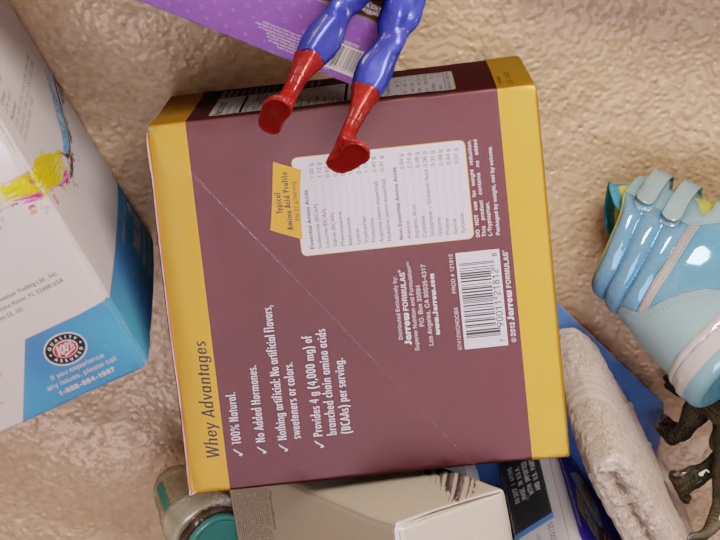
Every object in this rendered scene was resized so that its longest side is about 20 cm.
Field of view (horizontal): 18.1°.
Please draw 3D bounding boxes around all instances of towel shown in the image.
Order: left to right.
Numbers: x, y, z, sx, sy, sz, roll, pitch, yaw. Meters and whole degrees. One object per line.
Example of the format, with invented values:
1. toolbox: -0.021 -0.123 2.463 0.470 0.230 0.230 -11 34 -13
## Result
1. towel: 0.167 0.139 1.292 0.034 0.133 0.200 -26 121 8

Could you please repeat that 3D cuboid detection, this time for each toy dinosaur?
1. toy dinosaur: 0.220 0.075 1.298 0.077 0.200 0.102 48 132 3

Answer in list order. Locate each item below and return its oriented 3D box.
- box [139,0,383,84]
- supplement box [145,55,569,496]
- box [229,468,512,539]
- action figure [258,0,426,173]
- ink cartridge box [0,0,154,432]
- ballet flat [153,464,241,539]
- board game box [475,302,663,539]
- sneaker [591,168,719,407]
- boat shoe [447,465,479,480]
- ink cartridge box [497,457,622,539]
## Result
1. box: -0.081 -0.169 1.143 0.199 0.137 0.039 20 116 -14
2. supplement box: 0.000 0.000 1.208 0.199 0.133 0.198 -6 101 2
3. box: 0.003 0.143 1.212 0.068 0.200 0.082 -16 105 -27
4. action figure: 0.026 -0.152 1.064 0.065 0.200 0.099 30 153 -11
5. ink cartridge box: -0.220 -0.033 1.199 0.146 0.146 0.200 -24 117 9
6. ballet flat: -0.043 0.158 1.357 0.200 0.062 0.068 29 104 -42
7. board game box: 0.081 0.087 1.346 0.158 0.039 0.200 -42 118 12
8. sneaker: 0.213 -0.031 1.273 0.200 0.131 0.080 -40 158 -19
9. boat shoe: 0.027 0.190 1.342 0.091 0.071 0.201 11 116 -49
10. ink cartridge box: 0.158 0.220 1.298 0.043 0.198 0.200 -33 122 15
